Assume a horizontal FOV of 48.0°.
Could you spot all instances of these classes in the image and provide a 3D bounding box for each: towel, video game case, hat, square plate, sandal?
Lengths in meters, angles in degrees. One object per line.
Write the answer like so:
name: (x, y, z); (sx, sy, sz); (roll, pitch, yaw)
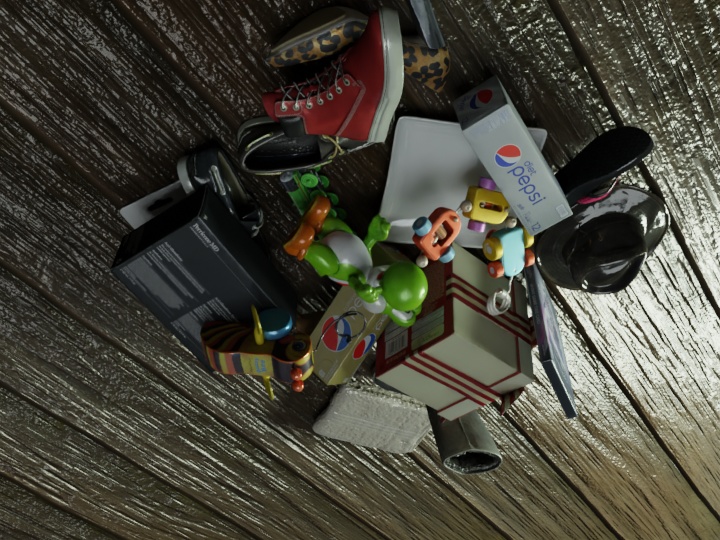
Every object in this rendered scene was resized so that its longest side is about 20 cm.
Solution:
towel: (0.030, 0.254, 1.399); (0.198, 0.035, 0.133); (18, 126, -21)
video game case: (0.271, 0.090, 1.162); (0.019, 0.202, 0.143); (-17, 133, 18)
hat: (0.354, -0.022, 1.152); (0.197, 0.082, 0.202); (-3, 132, -4)
square plate: (0.126, -0.116, 1.073); (0.195, 0.029, 0.202); (3, 132, -10)
sandal: (0.299, -0.119, 1.065); (0.045, 0.076, 0.199); (32, 130, -29)

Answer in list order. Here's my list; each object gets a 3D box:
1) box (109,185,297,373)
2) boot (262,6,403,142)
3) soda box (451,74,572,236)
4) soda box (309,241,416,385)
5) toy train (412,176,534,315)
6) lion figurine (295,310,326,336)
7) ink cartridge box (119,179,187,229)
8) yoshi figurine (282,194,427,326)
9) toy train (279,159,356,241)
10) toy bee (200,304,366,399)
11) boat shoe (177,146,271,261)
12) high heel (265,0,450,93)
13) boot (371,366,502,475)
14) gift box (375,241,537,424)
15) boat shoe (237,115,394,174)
box: (-0.190, 0.016, 1.021); (0.140, 0.079, 0.201); (-26, 122, 19)
boot: (-0.032, -0.202, 0.861); (0.142, 0.073, 0.200); (0, 157, -8)
soda box: (0.189, -0.137, 0.995); (0.063, 0.069, 0.200); (-28, 129, 18)
soda box: (-0.001, 0.060, 1.130); (0.201, 0.068, 0.064); (-57, 154, 14)
toy train: (0.145, -0.037, 1.062); (0.200, 0.055, 0.151); (41, 81, -35)
lion figurine: (-0.087, 0.090, 1.190); (0.199, 0.072, 0.124); (-10, 133, -51)
ink cartridge box: (-0.228, -0.015, 1.095); (0.115, 0.067, 0.201); (-23, 131, 13)
yoshi figurine: (0.009, -0.010, 1.016); (0.199, 0.112, 0.113); (38, 96, -11)
toy train: (-0.050, -0.069, 1.089); (0.056, 0.042, 0.201); (-12, 134, 19)
toy bee: (-0.099, 0.095, 0.970); (0.198, 0.109, 0.132); (-22, 122, 13)
boat shoe: (-0.160, -0.072, 1.046); (0.060, 0.076, 0.201); (-18, 133, 17)
high heel: (0.004, -0.232, 0.917); (0.198, 0.072, 0.144); (-24, 125, 2)
boot: (0.115, 0.227, 1.269); (0.179, 0.202, 0.073); (1, 133, -8)
gift box: (0.135, 0.108, 1.156); (0.186, 0.202, 0.184); (29, 140, -30)
boat shoe: (-0.053, -0.159, 0.988); (0.198, 0.061, 0.072); (-11, 133, 3)
